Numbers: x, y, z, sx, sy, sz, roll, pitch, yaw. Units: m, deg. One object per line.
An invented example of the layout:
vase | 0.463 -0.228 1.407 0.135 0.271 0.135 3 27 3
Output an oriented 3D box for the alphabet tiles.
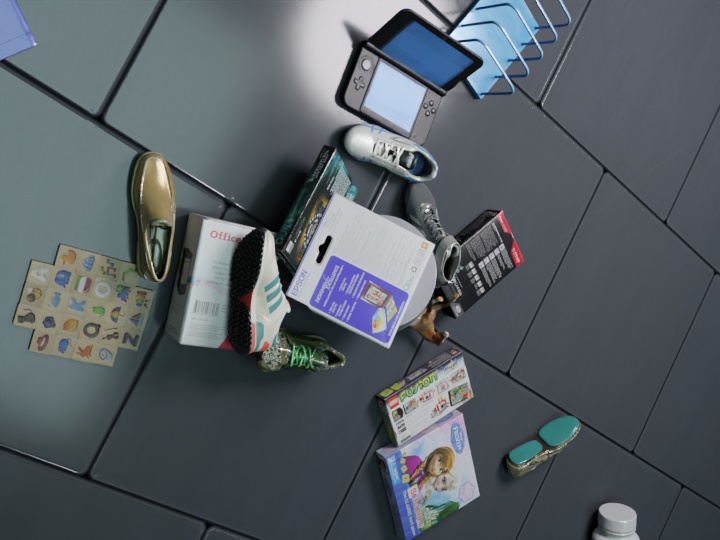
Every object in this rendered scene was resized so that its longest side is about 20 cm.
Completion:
alphabet tiles | -0.429 0.057 1.260 0.197 0.006 0.170 17 91 -32

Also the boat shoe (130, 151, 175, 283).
boat shoe | -0.315 -0.082 1.255 0.070 0.076 0.205 -7 100 -26

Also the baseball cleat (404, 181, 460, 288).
baseball cleat | 0.141 -0.072 1.488 0.069 0.106 0.205 -14 91 -31

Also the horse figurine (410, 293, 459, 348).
horse figurine | 0.093 0.076 1.519 0.196 0.133 0.051 13 50 -17

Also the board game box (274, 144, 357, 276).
board game box | -0.075 -0.091 1.371 0.203 0.028 0.136 -63 154 -17

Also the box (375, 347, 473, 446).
box | 0.132 0.251 1.613 0.197 0.035 0.112 -27 112 -23

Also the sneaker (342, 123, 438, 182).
sneaker | 0.058 -0.213 1.456 0.197 0.072 0.073 16 94 -31

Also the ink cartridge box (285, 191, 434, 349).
ink cartridge box | 0.000 0.000 1.366 0.197 0.043 0.201 27 78 -3

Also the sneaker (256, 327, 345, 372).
sneaker | -0.097 0.144 1.396 0.198 0.087 0.079 6 92 -53

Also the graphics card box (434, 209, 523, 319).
graphics card box | 0.224 -0.014 1.606 0.199 0.051 0.127 -39 116 -19

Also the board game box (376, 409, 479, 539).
board game box | 0.142 0.417 1.648 0.197 0.041 0.204 -24 111 -25

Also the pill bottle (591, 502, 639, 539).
pill bottle | 0.613 0.674 1.937 0.112 0.114 0.205 -7 103 -29

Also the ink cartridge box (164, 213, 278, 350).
ink cartridge box | -0.226 0.022 1.326 0.145 0.085 0.205 11 92 -34

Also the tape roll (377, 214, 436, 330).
tape roll | 0.035 0.008 1.428 0.195 0.066 0.205 0 76 -2

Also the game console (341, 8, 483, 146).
game console | 0.092 -0.334 1.424 0.197 0.118 0.174 23 88 -31

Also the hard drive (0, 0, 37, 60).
hard drive | -0.547 -0.378 1.090 0.131 0.025 0.203 -31 114 -22

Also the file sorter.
file sorter | 0.279 -0.444 1.510 0.201 0.122 0.139 -50 120 -13

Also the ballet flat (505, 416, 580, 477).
ballet flat | 0.405 0.397 1.796 0.197 0.068 0.076 -28 135 -17

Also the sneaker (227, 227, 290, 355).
sneaker | -0.155 0.033 1.294 0.092 0.069 0.205 0 99 -51
